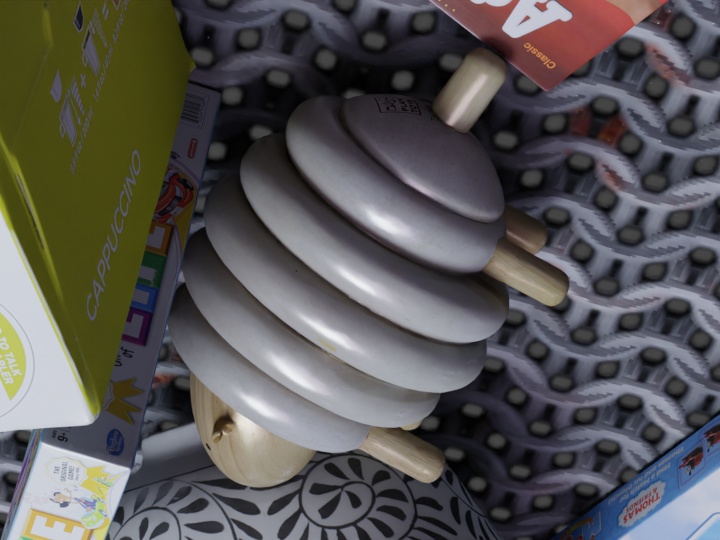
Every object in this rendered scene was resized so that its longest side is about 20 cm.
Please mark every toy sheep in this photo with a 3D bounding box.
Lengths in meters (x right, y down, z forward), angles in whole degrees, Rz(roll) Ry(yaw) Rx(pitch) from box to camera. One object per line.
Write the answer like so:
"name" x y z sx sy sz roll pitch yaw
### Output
"toy sheep" 0.000 0.000 1.005 0.138 0.138 0.200 28 104 -17

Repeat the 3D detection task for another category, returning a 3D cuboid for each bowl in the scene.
"bowl" -0.040 0.106 1.111 0.201 0.201 0.094 -17 86 24

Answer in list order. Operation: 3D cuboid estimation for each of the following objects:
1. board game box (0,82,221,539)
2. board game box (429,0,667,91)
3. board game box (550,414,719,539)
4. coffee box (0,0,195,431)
"board game box" -0.101 0.038 1.004 0.034 0.200 0.135 17 134 -7
"board game box" 0.030 -0.151 0.925 0.200 0.019 0.103 35 131 -23
"board game box" 0.160 0.156 1.190 0.151 0.037 0.200 32 130 -20
"coffee box" -0.189 -0.075 0.908 0.198 0.200 0.200 -5 132 14
